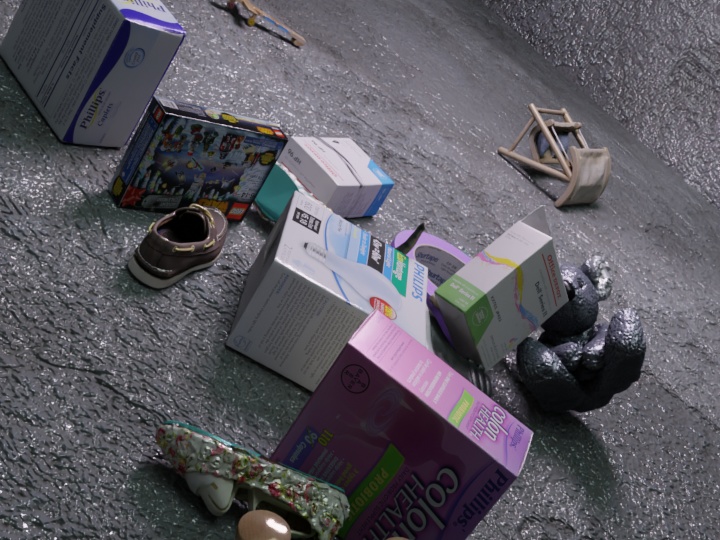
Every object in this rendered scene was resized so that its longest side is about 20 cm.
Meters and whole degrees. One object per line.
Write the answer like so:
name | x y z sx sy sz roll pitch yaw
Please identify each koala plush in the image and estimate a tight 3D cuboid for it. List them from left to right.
koala plush | 0.293 0.078 1.510 0.184 0.174 0.203 62 13 -58

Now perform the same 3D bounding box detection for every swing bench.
swing bench | 0.442 -0.249 2.356 0.200 0.131 0.198 46 27 21

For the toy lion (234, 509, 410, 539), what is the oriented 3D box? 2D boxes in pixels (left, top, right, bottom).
toy lion | -0.040 0.292 0.857 0.196 0.070 0.193 13 33 -10

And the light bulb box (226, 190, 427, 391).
light bulb box | -0.032 0.040 1.266 0.198 0.126 0.199 29 26 -11

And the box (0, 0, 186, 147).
box | -0.346 -0.292 1.379 0.104 0.185 0.201 2 41 -52

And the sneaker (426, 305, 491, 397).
sneaker | 0.104 0.113 1.382 0.098 0.071 0.202 20 35 -34

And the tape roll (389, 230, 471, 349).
tape roll | 0.115 0.032 1.536 0.198 0.066 0.201 28 27 -15

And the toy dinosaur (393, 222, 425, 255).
toy dinosaur | 0.000 0.000 1.381 0.048 0.196 0.089 -89 159 -45

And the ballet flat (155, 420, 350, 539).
ballet flat | -0.100 0.200 0.979 0.197 0.076 0.065 24 60 -12

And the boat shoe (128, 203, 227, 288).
boat shoe | -0.202 -0.041 1.269 0.071 0.060 0.200 37 25 5

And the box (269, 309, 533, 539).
box | 0.034 0.177 1.050 0.199 0.177 0.097 37 25 4

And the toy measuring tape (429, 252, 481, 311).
toy measuring tape | 0.162 0.012 1.471 0.074 0.074 0.199 45 26 21

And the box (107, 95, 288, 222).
box | -0.199 -0.133 1.342 0.198 0.138 0.040 5 37 -47

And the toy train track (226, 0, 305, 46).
toy train track | -0.194 -0.485 2.091 0.198 0.033 0.115 27 19 -31

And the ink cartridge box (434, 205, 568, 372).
ink cartridge box | 0.201 0.021 1.411 0.067 0.199 0.118 33 -25 47

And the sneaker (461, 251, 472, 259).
sneaker | 0.227 0.003 1.707 0.197 0.080 0.078 18 30 -31

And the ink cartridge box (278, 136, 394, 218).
ink cartridge box | -0.051 -0.139 1.620 0.116 0.068 0.199 45 27 21

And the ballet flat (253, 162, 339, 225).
ballet flat | -0.087 -0.076 1.469 0.200 0.076 0.064 43 -8 7
